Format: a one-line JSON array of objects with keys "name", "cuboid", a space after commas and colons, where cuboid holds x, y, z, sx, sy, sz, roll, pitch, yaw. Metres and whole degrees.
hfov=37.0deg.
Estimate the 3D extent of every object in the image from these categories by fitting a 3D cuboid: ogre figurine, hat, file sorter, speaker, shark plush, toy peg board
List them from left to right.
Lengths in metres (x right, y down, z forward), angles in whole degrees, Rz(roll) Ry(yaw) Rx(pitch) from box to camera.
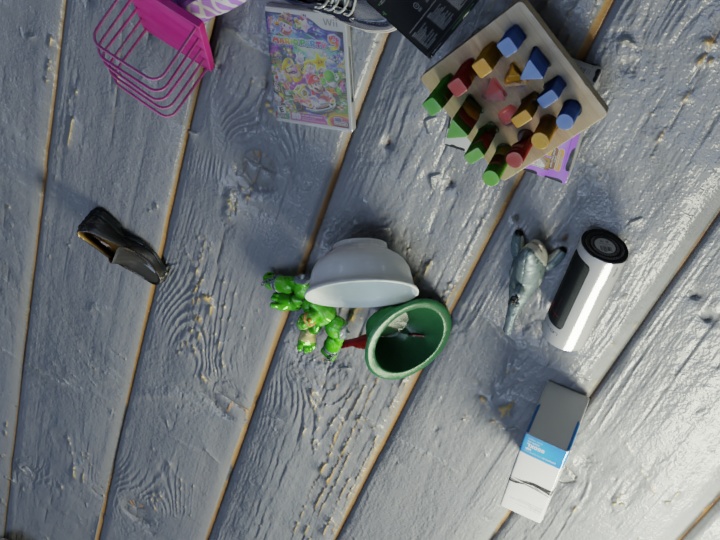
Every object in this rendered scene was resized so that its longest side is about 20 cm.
[{"name": "file sorter", "cuboid": [-0.330, -0.345, 1.705, 0.138, 0.126, 0.200, 33, 171, 2]}, {"name": "ogre figurine", "cuboid": [-0.093, 0.075, 1.982, 0.120, 0.097, 0.202, -29, 83, 55]}, {"name": "hat", "cuboid": [0.042, 0.086, 1.957, 0.199, 0.176, 0.166, -33, 131, -4]}, {"name": "toy peg board", "cuboid": [0.202, -0.230, 1.497, 0.198, 0.098, 0.200, -31, 106, 39]}, {"name": "shark plush", "cuboid": [0.255, 0.021, 1.761, 0.090, 0.084, 0.201, 31, 132, 3]}, {"name": "speaker", "cuboid": [0.357, 0.035, 1.721, 0.080, 0.081, 0.201, 24, 132, 9]}]

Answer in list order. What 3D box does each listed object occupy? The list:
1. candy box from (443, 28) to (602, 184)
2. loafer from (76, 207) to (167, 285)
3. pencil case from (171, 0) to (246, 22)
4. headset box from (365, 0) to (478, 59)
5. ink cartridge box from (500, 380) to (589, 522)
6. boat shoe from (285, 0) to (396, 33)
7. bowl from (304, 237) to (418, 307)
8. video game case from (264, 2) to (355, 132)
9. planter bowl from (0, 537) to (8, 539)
[{"name": "candy box", "cuboid": [0.236, -0.242, 1.585, 0.198, 0.072, 0.169, 20, 131, 13]}, {"name": "loafer", "cuboid": [-0.470, -0.033, 2.111, 0.199, 0.072, 0.073, 37, 131, -3]}, {"name": "pencil case", "cuboid": [-0.201, -0.449, 1.652, 0.199, 0.086, 0.084, -22, 105, 38]}, {"name": "headset box", "cuboid": [0.085, -0.435, 1.505, 0.199, 0.093, 0.174, 40, 133, -4]}, {"name": "ink cartridge box", "cuboid": [0.326, 0.323, 1.906, 0.083, 0.145, 0.202, 22, 131, 13]}, {"name": "boat shoe", "cuboid": [-0.033, -0.398, 1.587, 0.198, 0.093, 0.076, 20, 113, 13]}, {"name": "bowl", "cuboid": [0.000, 0.000, 1.849, 0.199, 0.200, 0.092, -12, 73, 34]}, {"name": "video game case", "cuboid": [-0.079, -0.324, 1.726, 0.142, 0.018, 0.202, 12, 128, 21]}, {"name": "planter bowl", "cuboid": [-0.954, 0.854, 2.966, 0.134, 0.202, 0.200, 22, 138, -26]}]
